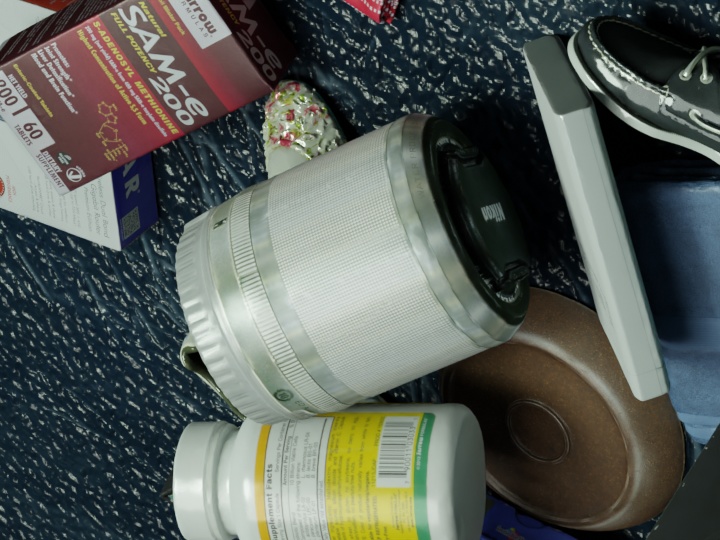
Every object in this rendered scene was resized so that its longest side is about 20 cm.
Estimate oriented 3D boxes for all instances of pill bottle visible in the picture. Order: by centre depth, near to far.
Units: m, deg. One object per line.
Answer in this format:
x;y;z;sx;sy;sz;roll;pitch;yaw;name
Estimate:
-0.022;0.146;1.798;0.199;0.113;0.113;-1;122;15;pill bottle

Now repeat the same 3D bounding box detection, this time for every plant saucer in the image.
0.131;0.105;1.829;0.200;0.034;0.201;22;132;26;plant saucer

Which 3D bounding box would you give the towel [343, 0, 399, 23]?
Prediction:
-0.021;-0.265;1.687;0.144;0.022;0.200;32;137;19;towel

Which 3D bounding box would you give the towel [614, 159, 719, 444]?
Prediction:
0.231;0.021;1.667;0.111;0.049;0.200;3;123;40;towel

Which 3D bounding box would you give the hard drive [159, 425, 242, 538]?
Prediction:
-0.058;0.172;1.972;0.139;0.038;0.200;30;157;-12;hard drive

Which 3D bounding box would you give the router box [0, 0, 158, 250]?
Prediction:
-0.243;-0.132;1.961;0.179;0.049;0.201;19;131;30;router box

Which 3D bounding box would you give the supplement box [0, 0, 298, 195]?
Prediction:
-0.156;-0.141;1.820;0.200;0.061;0.109;-24;113;30;supplement box

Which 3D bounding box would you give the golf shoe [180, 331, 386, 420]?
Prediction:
-0.051;0.105;1.929;0.200;0.097;0.078;35;116;12;golf shoe

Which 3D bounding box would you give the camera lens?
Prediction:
0.000;0.000;1.726;0.200;0.160;0.160;-24;105;19;camera lens

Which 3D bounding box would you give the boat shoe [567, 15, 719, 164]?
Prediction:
0.218;-0.101;1.570;0.200;0.076;0.060;31;137;3;boat shoe

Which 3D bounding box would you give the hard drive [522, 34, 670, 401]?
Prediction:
0.148;-0.034;1.649;0.027;0.132;0.200;-18;115;1;hard drive

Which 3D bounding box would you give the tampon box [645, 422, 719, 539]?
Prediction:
0.253;0.228;1.695;0.126;0.150;0.200;23;148;23;tampon box

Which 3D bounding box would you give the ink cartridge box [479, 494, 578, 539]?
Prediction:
0.108;0.241;1.895;0.136;0.076;0.200;25;144;25;ink cartridge box

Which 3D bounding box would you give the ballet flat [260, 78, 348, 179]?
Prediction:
-0.027;-0.034;1.837;0.075;0.064;0.200;-2;118;43;ballet flat
